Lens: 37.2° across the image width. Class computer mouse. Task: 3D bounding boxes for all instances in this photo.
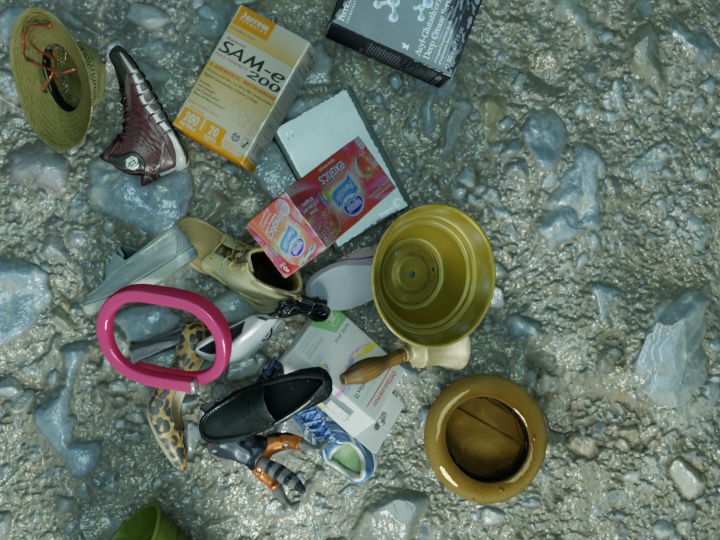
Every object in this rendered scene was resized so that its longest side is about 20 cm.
[{"bbox_3d":[-0.144,0.091,1.510,0.198,0.109,0.044,-28,74,20],"label":"computer mouse"}]

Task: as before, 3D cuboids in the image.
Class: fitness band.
[{"bbox_3d":[-0.275,0.093,1.491,0.197,0.037,0.146,8,113,14],"label":"fitness band"}]

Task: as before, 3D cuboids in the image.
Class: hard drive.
[{"bbox_3d":[-0.028,-0.153,1.609,0.138,0.033,0.202,-29,94,-6],"label":"hard drive"}]

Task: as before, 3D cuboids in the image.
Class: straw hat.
[{"bbox_3d":[-0.411,-0.279,1.528,0.085,0.199,0.204,-24,94,-47],"label":"straw hat"}]

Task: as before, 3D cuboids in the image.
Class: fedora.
[{"bbox_3d":[0.182,0.248,1.615,0.197,0.082,0.204,-1,94,-12],"label":"fedora"}]

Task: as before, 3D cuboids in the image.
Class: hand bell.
[{"bbox_3d":[0.052,0.124,1.547,0.198,0.104,0.106,-17,93,-33],"label":"hand bell"}]

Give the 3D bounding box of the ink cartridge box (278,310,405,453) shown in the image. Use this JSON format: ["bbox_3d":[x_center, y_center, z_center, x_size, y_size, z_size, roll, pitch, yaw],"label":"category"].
[{"bbox_3d":[-0.013,0.157,1.569,0.200,0.067,0.118,42,47,-6],"label":"ink cartridge box"}]

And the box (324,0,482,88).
[{"bbox_3d":[0.066,-0.384,1.581,0.197,0.107,0.151,22,89,-6],"label":"box"}]

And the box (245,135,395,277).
[{"bbox_3d":[-0.053,-0.090,1.487,0.095,0.102,0.200,53,42,-5],"label":"box"}]

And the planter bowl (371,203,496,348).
[{"bbox_3d":[0.089,0.007,1.533,0.197,0.083,0.204,-1,92,-23],"label":"planter bowl"}]

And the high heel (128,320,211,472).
[{"bbox_3d":[-0.244,0.180,1.565,0.140,0.071,0.203,-19,87,-4],"label":"high heel"}]

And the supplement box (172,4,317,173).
[{"bbox_3d":[-0.166,-0.263,1.556,0.125,0.074,0.202,28,87,10],"label":"supplement box"}]

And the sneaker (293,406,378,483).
[{"bbox_3d":[-0.046,0.232,1.584,0.076,0.077,0.200,-44,93,8],"label":"sneaker"}]

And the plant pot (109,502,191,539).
[{"bbox_3d":[-0.275,0.470,1.518,0.192,0.200,0.201,40,86,-18],"label":"plant pot"}]

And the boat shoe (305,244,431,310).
[{"bbox_3d":[0.000,-0.005,1.591,0.199,0.086,0.076,-21,117,-19],"label":"boat shoe"}]

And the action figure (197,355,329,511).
[{"bbox_3d":[-0.144,0.232,1.526,0.191,0.105,0.202,26,115,2],"label":"action figure"}]

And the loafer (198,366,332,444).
[{"bbox_3d":[-0.133,0.183,1.467,0.198,0.070,0.069,-22,81,1],"label":"loafer"}]

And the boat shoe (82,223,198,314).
[{"bbox_3d":[-0.325,-0.004,1.534,0.199,0.070,0.072,-28,93,18],"label":"boat shoe"}]

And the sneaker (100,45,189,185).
[{"bbox_3d":[-0.340,-0.215,1.550,0.114,0.076,0.202,-30,95,-3],"label":"sneaker"}]

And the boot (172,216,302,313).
[{"bbox_3d":[-0.177,-0.019,1.525,0.199,0.155,0.073,40,72,-7],"label":"boot"}]
